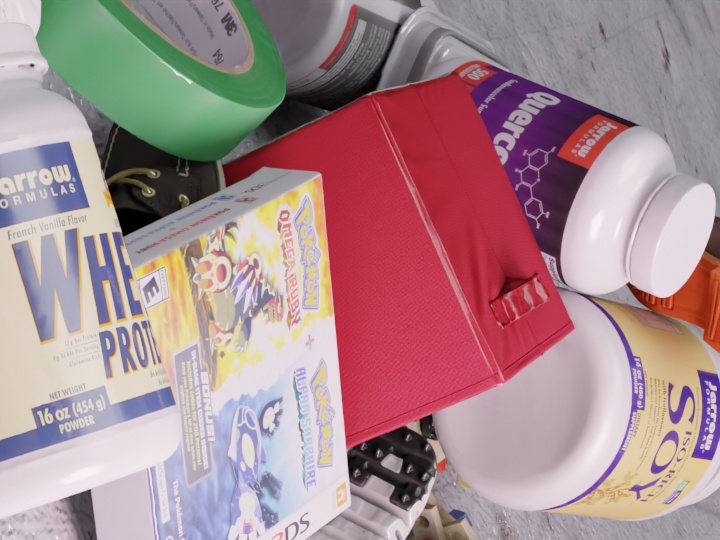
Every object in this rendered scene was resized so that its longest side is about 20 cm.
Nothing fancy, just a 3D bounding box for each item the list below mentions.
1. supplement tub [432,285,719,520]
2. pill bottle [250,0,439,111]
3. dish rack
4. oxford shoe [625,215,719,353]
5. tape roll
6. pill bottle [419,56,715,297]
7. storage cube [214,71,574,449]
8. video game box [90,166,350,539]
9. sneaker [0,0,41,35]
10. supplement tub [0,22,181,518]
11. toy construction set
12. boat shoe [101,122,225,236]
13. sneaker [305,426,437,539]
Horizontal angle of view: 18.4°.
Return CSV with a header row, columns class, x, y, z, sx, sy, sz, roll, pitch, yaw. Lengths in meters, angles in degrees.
class,x,y,z,sx,sy,sz,roll,pitch,yaw
supplement tub,0.157,0.091,1.475,0.200,0.145,0.146,12,61,-52
pill bottle,-0.023,-0.168,1.512,0.200,0.114,0.114,10,64,-66
dish rack,0.046,-0.072,1.547,0.172,0.043,0.201,16,98,-65
oxford shoe,0.231,-0.003,1.466,0.200,0.073,0.072,46,-40,43
tape roll,-0.129,-0.151,1.238,0.200,0.048,0.201,40,22,-20
pill bottle,0.122,-0.056,1.426,0.112,0.200,0.113,-38,141,-39
storage cube,0.000,0.000,1.331,0.180,0.199,0.171,65,22,0
video game box,-0.075,0.066,1.167,0.182,0.047,0.201,-33,123,-55
sneaker,-0.226,-0.186,1.092,0.201,0.078,0.099,66,26,-12
supplement tub,-0.172,0.006,0.973,0.145,0.145,0.201,-16,88,-68
toy construction set,0.065,0.127,1.543,0.200,0.092,0.132,-54,148,-56
boat shoe,-0.118,-0.019,1.222,0.061,0.071,0.202,46,35,-54
sneaker,-0.018,0.183,1.305,0.200,0.066,0.091,-53,164,-43
